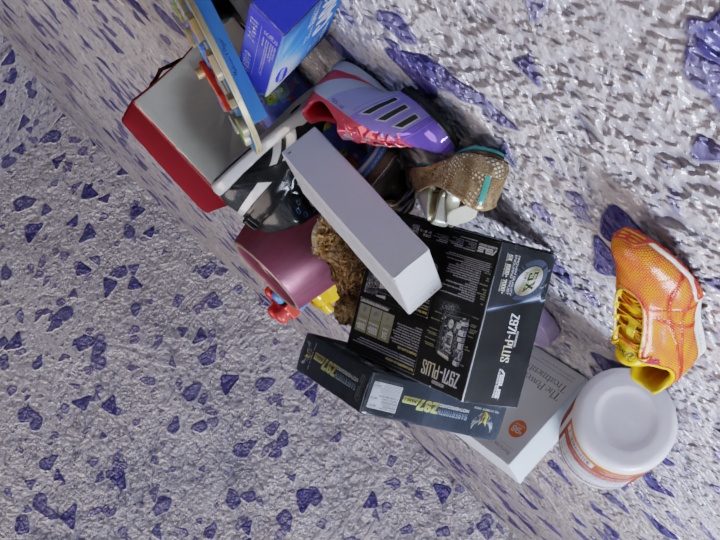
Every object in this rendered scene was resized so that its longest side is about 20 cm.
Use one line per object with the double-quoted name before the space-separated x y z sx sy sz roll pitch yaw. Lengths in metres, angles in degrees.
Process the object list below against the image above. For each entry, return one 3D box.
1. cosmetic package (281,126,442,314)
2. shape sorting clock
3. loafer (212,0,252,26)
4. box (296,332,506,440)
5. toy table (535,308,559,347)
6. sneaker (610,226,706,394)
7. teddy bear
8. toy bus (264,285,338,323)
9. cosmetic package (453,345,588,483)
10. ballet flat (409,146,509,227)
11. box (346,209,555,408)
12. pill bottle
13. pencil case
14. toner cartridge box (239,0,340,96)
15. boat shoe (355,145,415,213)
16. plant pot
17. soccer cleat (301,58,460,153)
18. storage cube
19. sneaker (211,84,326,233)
"cosmetic package" 0.002 -0.054 1.082 0.200 0.050 0.083 49 175 29
"shape sorting clock" -0.151 -0.210 1.080 0.202 0.039 0.200 59 170 17
"loafer" -0.146 -0.299 1.117 0.199 0.070 0.070 31 163 52
"box" 0.046 0.133 1.214 0.198 0.052 0.157 17 -176 -33
"toy table" 0.135 0.066 1.297 0.199 0.117 0.184 28 160 54
"sneaker" 0.247 0.041 0.896 0.073 0.077 0.201 36 164 45
"teddy bear" 0.000 0.000 1.258 0.145 0.066 0.203 -53 -53 -65
"toy bus" -0.087 -0.011 1.648 0.136 0.192 0.199 49 170 -30
"cosmetic package" 0.183 0.161 1.378 0.199 0.151 0.052 32 165 46
"ballet flat" 0.087 -0.077 1.048 0.069 0.066 0.200 14 175 -10
"box" 0.092 0.036 1.122 0.085 0.166 0.199 11 -176 -39
"pill bottle" 0.284 0.185 1.196 0.112 0.112 0.200 41 169 15
"pencil case" -0.076 -0.174 1.277 0.200 0.087 0.078 49 172 -16
"toner cartridge box" -0.064 -0.234 0.989 0.043 0.095 0.200 44 170 -3
"boat shoe" 0.036 -0.098 1.214 0.072 0.073 0.200 38 178 6
"plant pot" -0.069 -0.055 1.444 0.200 0.179 0.200 43 170 9
"soccer cleat" 0.019 -0.148 1.050 0.199 0.073 0.068 35 166 44
"storage cube" -0.186 -0.198 1.376 0.200 0.171 0.180 47 167 -11
"sneaker" -0.068 -0.123 1.221 0.112 0.199 0.073 46 -156 -17
